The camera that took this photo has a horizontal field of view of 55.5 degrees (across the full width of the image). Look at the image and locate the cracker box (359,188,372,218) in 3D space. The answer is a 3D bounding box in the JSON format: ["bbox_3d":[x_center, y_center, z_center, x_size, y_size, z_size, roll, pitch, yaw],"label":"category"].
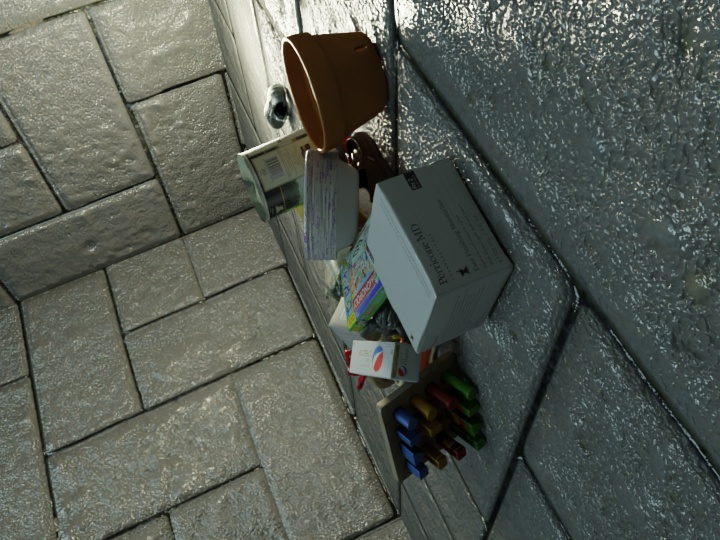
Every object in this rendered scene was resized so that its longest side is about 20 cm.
[{"bbox_3d":[0.014,-0.100,1.557,0.201,0.056,0.137,-124,19,-48],"label":"cracker box"}]

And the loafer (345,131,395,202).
[{"bbox_3d":[0.009,-0.205,1.354,0.202,0.069,0.074,-122,15,-44],"label":"loafer"}]

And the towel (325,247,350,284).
[{"bbox_3d":[0.000,0.000,1.568,0.197,0.049,0.172,25,-162,-33],"label":"towel"}]

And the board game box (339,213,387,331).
[{"bbox_3d":[0.010,0.009,1.238,0.201,0.028,0.138,124,143,-57],"label":"board game box"}]

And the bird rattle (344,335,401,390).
[{"bbox_3d":[0.058,0.202,1.557,0.110,0.202,0.165,12,145,37],"label":"bird rattle"}]

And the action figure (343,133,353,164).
[{"bbox_3d":[-0.052,-0.311,1.485,0.204,0.064,0.052,65,146,27],"label":"action figure"}]

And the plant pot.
[{"bbox_3d":[-0.040,-0.326,1.198,0.200,0.137,0.205,159,90,-79],"label":"plant pot"}]

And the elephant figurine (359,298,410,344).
[{"bbox_3d":[0.053,0.078,1.324,0.157,0.139,0.200,57,-164,-9],"label":"elephant figurine"}]

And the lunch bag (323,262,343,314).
[{"bbox_3d":[-0.023,0.027,1.790,0.200,0.135,0.173,-149,49,-74],"label":"lunch bag"}]

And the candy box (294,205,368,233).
[{"bbox_3d":[-0.066,-0.124,1.484,0.201,0.113,0.058,-124,34,-47],"label":"candy box"}]

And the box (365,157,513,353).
[{"bbox_3d":[0.109,-0.018,1.037,0.202,0.128,0.202,99,147,-62],"label":"box"}]

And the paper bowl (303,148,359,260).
[{"bbox_3d":[-0.054,-0.122,1.282,0.201,0.101,0.208,-178,90,-89],"label":"paper bowl"}]

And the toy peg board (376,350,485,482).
[{"bbox_3d":[0.150,0.304,1.333,0.097,0.197,0.205,27,140,48],"label":"toy peg board"}]

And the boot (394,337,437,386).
[{"bbox_3d":[0.108,0.171,1.475,0.075,0.105,0.204,-126,21,-45],"label":"boot"}]

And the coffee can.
[{"bbox_3d":[-0.139,-0.209,1.420,0.148,0.196,0.148,58,164,28],"label":"coffee can"}]

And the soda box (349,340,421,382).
[{"bbox_3d":[0.046,0.177,1.348,0.199,0.062,0.070,169,110,-65],"label":"soda box"}]

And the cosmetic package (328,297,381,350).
[{"bbox_3d":[0.023,0.161,1.665,0.105,0.092,0.200,6,149,41],"label":"cosmetic package"}]

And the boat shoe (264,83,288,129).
[{"bbox_3d":[-0.256,-0.491,2.117,0.201,0.071,0.063,108,143,-65],"label":"boat shoe"}]
